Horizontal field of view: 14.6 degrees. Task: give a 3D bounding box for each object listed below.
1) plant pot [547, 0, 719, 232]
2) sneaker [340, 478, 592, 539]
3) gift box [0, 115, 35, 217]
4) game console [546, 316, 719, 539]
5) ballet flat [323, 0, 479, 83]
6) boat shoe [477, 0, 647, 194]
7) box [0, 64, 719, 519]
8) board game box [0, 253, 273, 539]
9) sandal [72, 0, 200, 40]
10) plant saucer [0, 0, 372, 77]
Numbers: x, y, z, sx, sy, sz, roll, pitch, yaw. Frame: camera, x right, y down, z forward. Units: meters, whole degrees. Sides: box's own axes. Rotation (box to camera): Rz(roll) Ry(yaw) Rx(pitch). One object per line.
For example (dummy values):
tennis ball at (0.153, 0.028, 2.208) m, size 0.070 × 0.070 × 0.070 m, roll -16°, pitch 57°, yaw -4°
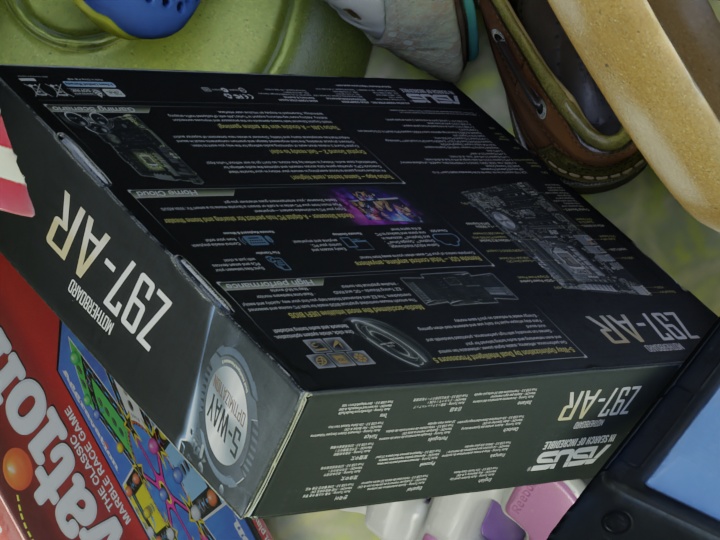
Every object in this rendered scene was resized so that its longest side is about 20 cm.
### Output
plant pot at (0.073, -0.089, 0.816) m, size 0.027 × 0.200 × 0.201 m, roll -29°, pitch 83°, yaw 12°
sneaker at (0.008, 0.034, 0.915) m, size 0.200 × 0.088 × 0.081 m, roll 33°, pitch 126°, yaw 15°
gift box at (-0.207, -0.040, 0.776) m, size 0.184 × 0.187 × 0.201 m, roll -27°, pitch 96°, yaw -12°
game console at (0.166, 0.025, 0.755) m, size 0.170 × 0.119 × 0.200 m, roll 25°, pitch 53°, yaw 25°
ballet flat at (-0.004, -0.124, 0.884) m, size 0.062 × 0.200 × 0.068 m, roll -21°, pitch 55°, yaw -6°
boat shoe at (0.062, -0.127, 0.937) m, size 0.072 × 0.068 × 0.201 m, roll -19°, pitch 82°, yaw -2°
box at (0.000, 0.000, 0.837) m, size 0.160 × 0.199 × 0.044 m, roll 44°, pitch 120°, yaw 34°
board game box at (-0.074, 0.074, 0.861) m, size 0.019 × 0.103 × 0.201 m, roll -13°, pitch 113°, yaw 34°
sandal at (-0.045, -0.170, 0.898) m, size 0.087 × 0.079 × 0.201 m, roll 11°, pitch 84°, yaw 34°
plant saucer at (-0.093, -0.100, 0.955) m, size 0.199 × 0.031 × 0.201 m, roll 0°, pitch 82°, yaw 1°
